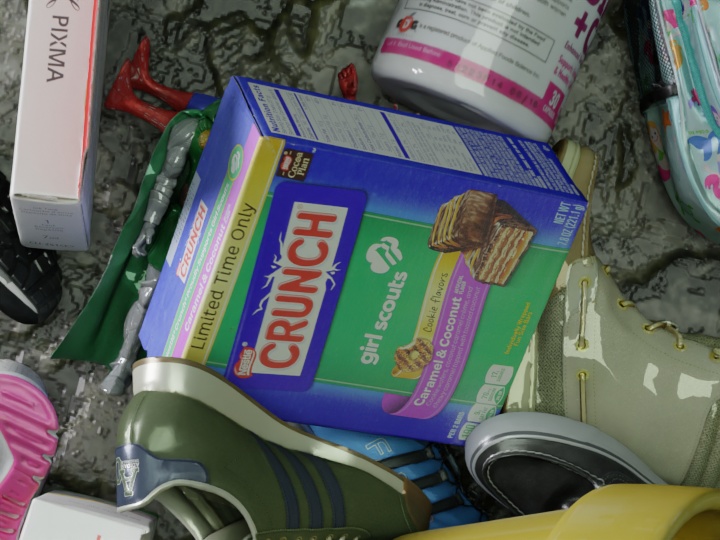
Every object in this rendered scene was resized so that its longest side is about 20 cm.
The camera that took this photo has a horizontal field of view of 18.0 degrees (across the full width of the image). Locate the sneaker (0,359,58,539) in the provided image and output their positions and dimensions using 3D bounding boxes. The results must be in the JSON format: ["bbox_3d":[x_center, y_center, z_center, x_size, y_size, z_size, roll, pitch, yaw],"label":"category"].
[{"bbox_3d":[-0.221,0.137,1.304,0.081,0.088,0.200,27,107,-7],"label":"sneaker"}]

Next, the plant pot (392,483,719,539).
[{"bbox_3d":[0.099,0.208,1.186,0.189,0.201,0.201,1,85,35],"label":"plant pot"}]

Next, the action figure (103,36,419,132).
[{"bbox_3d":[-0.038,-0.093,1.324,0.200,0.065,0.099,28,118,-3],"label":"action figure"}]

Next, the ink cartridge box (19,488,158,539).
[{"bbox_3d":[-0.159,0.183,1.241,0.067,0.200,0.117,16,85,-2],"label":"ink cartridge box"}]

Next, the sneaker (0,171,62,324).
[{"bbox_3d":[-0.262,-0.035,1.327,0.088,0.076,0.200,-40,98,24],"label":"sneaker"}]

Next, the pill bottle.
[{"bbox_3d":[0.094,-0.181,1.326,0.113,0.113,0.200,24,85,-2],"label":"pill bottle"}]

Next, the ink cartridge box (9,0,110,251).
[{"bbox_3d":[-0.162,-0.131,1.256,0.045,0.176,0.200,4,73,-4],"label":"ink cartridge box"}]

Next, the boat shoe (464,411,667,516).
[{"bbox_3d":[0.146,0.151,1.303,0.200,0.066,0.070,34,118,-21],"label":"boat shoe"}]

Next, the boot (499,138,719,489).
[{"bbox_3d":[0.163,0.030,1.336,0.154,0.072,0.200,8,93,-2],"label":"boot"}]

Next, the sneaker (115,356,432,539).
[{"bbox_3d":[-0.052,0.128,1.214,0.200,0.067,0.090,32,57,-30],"label":"sneaker"}]

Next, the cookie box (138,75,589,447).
[{"bbox_3d":[0.000,0.000,1.261,0.200,0.075,0.171,10,116,-24],"label":"cookie box"}]

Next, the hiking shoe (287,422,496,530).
[{"bbox_3d":[0.036,0.130,1.320,0.200,0.074,0.087,25,86,-2],"label":"hiking shoe"}]

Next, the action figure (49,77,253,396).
[{"bbox_3d":[-0.094,-0.018,1.301,0.118,0.055,0.200,14,108,-13],"label":"action figure"}]

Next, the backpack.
[{"bbox_3d":[0.253,-0.111,1.320,0.177,0.151,0.200,-8,91,-5],"label":"backpack"}]
